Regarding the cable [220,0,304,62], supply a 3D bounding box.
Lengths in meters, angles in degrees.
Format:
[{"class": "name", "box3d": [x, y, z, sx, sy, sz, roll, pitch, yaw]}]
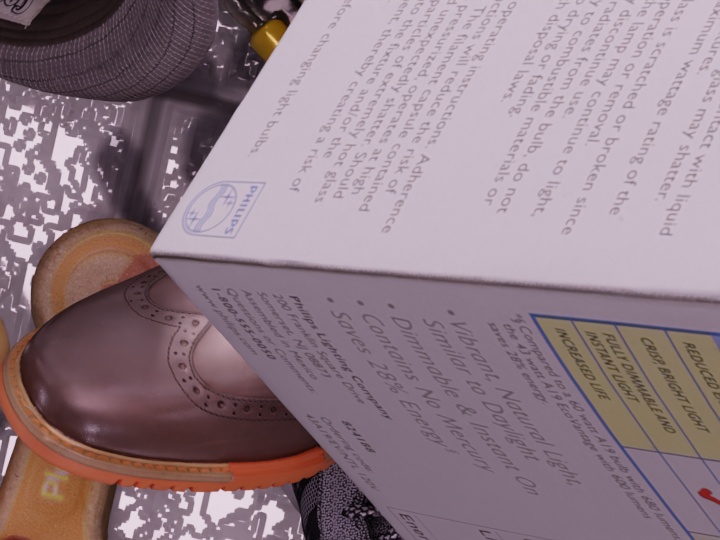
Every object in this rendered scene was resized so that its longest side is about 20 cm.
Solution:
[{"class": "cable", "box3d": [-0.033, -0.097, 0.811, 0.200, 0.050, 0.097, 31, 84, -4]}]

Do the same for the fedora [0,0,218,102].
[{"class": "fedora", "box3d": [-0.082, -0.134, 0.725, 0.177, 0.200, 0.090, 47, 64, -4]}]

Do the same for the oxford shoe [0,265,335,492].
[{"class": "oxford shoe", "box3d": [0.000, 0.000, 0.743, 0.199, 0.073, 0.071, -17, 56, -30]}]

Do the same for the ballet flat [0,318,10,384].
[{"class": "ballet flat", "box3d": [-0.176, -0.017, 0.696, 0.200, 0.063, 0.069, 32, 88, -5]}]

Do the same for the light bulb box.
[{"class": "light bulb box", "box3d": [0.100, 0.016, 0.632, 0.198, 0.199, 0.125, 50, 59, -37]}]

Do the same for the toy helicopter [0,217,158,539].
[{"class": "toy helicopter", "box3d": [-0.100, 0.080, 0.807, 0.132, 0.079, 0.201, 14, 79, 4]}]

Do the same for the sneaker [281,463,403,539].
[{"class": "sneaker", "box3d": [0.016, 0.077, 0.782, 0.075, 0.114, 0.201, -3, 87, -6]}]
